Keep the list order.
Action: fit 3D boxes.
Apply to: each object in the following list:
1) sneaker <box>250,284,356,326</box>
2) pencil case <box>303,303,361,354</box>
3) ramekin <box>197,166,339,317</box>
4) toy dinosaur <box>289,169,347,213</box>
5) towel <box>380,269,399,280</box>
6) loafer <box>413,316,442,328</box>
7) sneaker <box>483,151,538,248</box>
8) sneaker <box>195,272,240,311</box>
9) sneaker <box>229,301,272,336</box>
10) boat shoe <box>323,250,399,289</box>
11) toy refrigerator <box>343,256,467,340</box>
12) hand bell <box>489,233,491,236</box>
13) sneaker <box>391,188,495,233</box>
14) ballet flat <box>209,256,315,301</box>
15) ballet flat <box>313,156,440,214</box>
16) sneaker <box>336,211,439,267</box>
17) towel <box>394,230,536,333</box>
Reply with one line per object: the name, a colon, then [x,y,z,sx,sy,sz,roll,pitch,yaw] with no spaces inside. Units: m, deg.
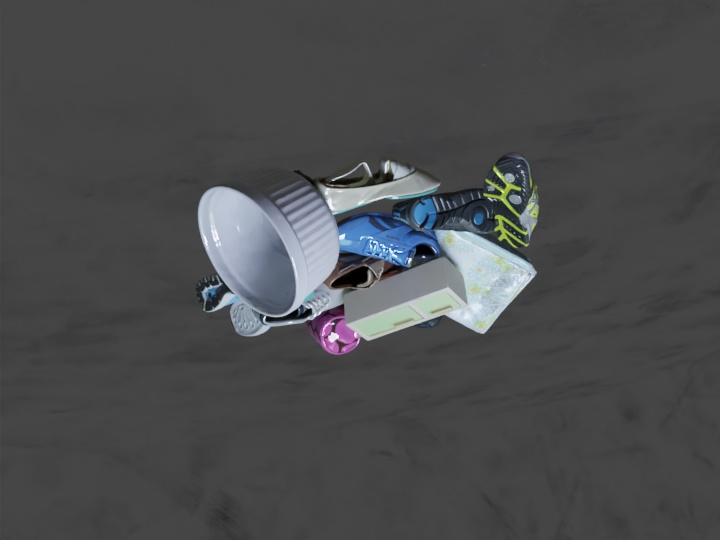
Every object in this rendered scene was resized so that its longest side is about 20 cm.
sneaker: [-0.090,0.058,1.375,0.200,0.071,0.073,-17,123,-16]
pencil case: [-0.053,0.099,1.522,0.094,0.091,0.200,6,-168,-16]
ramekin: [-0.121,-0.047,1.085,0.105,0.200,0.200,-36,178,-37]
toy dinosaur: [-0.031,-0.112,1.166,0.200,0.048,0.088,-2,152,-29]
towel: [0.037,0.020,1.496,0.144,0.023,0.200,-13,159,14]
loafer: [0.058,0.070,1.491,0.200,0.073,0.072,-8,155,40]
sneaker: [0.243,-0.122,1.243,0.075,0.076,0.200,18,151,22]
sneaker: [-0.206,0.011,1.407,0.200,0.078,0.090,-21,176,37]
sneaker: [-0.145,0.064,1.512,0.146,0.081,0.200,-14,171,-43]
boat shoe: [0.000,0.000,1.311,0.200,0.072,0.076,-8,140,-41]
toy refrigerator: [0.075,0.053,1.344,0.200,0.070,0.076,-22,143,24]
hand bell: [0.156,0.009,1.446,0.200,0.104,0.104,-19,159,2]
sneaker: [0.144,-0.099,1.274,0.200,0.073,0.082,1,-175,-33]
ballet flat: [-0.158,-0.014,1.292,0.200,0.074,0.074,30,140,-32]
ballet flat: [0.023,-0.127,1.109,0.200,0.070,0.069,-16,163,-20]
sneaker: [0.042,-0.045,1.272,0.200,0.078,0.066,-1,141,-31]
towel: [0.183,0.007,1.381,0.200,0.048,0.171,30,118,-10]
